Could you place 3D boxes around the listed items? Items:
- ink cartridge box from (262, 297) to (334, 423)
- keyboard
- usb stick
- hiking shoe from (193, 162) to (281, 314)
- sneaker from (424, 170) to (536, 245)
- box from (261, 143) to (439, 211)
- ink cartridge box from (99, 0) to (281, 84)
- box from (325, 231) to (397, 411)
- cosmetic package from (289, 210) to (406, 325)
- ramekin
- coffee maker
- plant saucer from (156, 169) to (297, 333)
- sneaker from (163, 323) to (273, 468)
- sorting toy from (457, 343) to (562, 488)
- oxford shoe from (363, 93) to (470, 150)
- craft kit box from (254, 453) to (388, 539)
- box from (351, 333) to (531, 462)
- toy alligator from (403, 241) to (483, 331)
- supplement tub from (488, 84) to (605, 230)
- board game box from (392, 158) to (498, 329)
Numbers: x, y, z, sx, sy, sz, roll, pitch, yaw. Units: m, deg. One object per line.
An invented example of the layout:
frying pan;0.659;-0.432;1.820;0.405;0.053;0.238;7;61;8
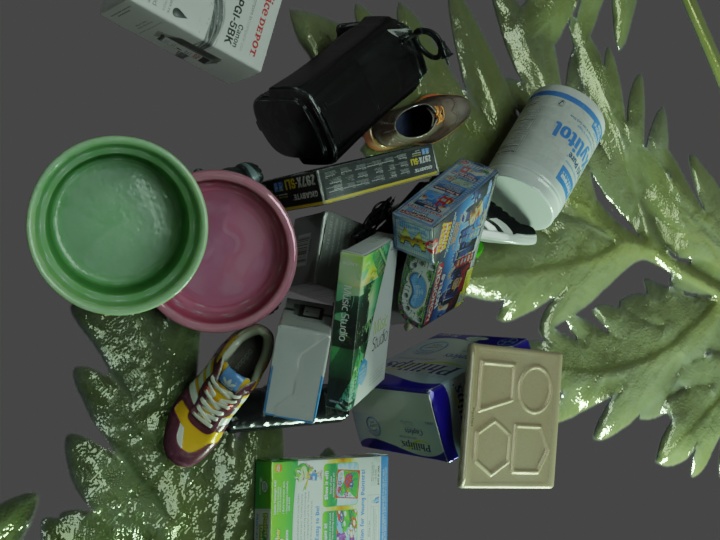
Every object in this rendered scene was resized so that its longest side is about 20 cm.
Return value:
ink cartridge box;-0.076;0.106;1.475;0.068;0.200;0.116;11;100;-1
keyboard;0.031;-0.049;1.552;0.200;0.040;0.104;-49;137;-33
usb stick;-0.101;0.181;1.531;0.200;0.033;0.056;0;80;-38
hiking shoe;-0.158;-0.036;1.484;0.086;0.074;0.201;-12;87;-26
sneaker;0.185;-0.100;1.723;0.199;0.073;0.112;6;91;-27
box;-0.023;-0.120;1.528;0.200;0.159;0.050;-17;99;-38
ink cartridge box;-0.204;-0.346;1.448;0.200;0.083;0.147;24;72;-34
box;0.004;0.061;1.456;0.144;0.036;0.201;-32;129;-67
cosmetic package;0.000;0.000;1.586;0.200;0.090;0.107;17;74;-33
ramekin;-0.279;-0.054;1.325;0.199;0.098;0.201;-1;96;-12
coffee maker;-0.018;-0.244;1.517;0.135;0.192;0.200;50;57;-9
plant saucer;-0.177;-0.025;1.422;0.200;0.051;0.201;0;98;-1
sneaker;-0.176;0.150;1.417;0.075;0.090;0.200;32;75;-6
sorting toy;0.196;0.195;1.532;0.200;0.036;0.186;9;84;-42
oxford shoe;0.099;-0.217;1.682;0.200;0.073;0.072;-24;102;-36
craft kit box;-0.051;0.351;1.554;0.197;0.048;0.201;5;84;-40
box;0.116;0.170;1.603;0.200;0.184;0.105;-24;104;-36
toy alligator;0.107;0.009;1.691;0.054;0.059;0.200;37;58;14
supplement tub;0.283;-0.177;1.787;0.132;0.132;0.200;45;62;-27
board game box;0.097;-0.034;1.518;0.200;0.062;0.201;-22;129;-60
